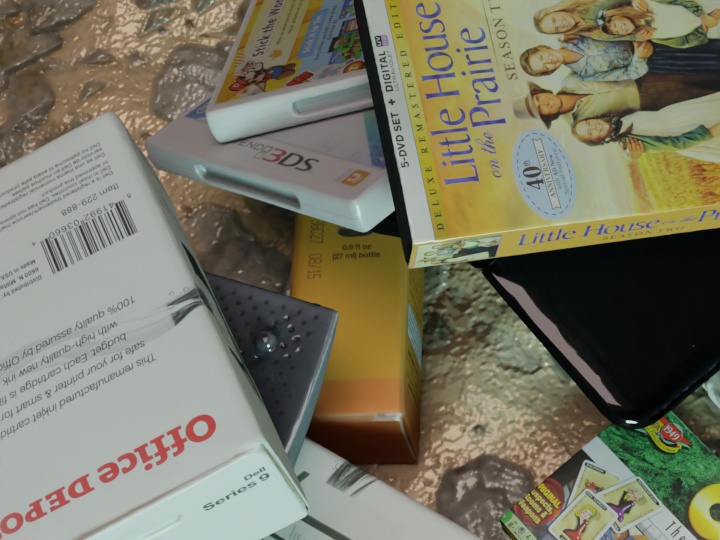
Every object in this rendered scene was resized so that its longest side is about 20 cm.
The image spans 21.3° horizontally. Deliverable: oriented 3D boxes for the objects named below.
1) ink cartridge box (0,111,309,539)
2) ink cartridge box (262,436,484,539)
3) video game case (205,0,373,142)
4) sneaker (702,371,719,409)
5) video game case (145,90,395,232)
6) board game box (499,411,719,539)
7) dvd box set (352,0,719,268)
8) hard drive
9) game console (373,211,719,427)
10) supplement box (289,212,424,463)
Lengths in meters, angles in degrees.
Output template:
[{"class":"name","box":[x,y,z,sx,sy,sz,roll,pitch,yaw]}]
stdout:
[{"class":"ink cartridge box","box":[-0.131,0.050,0.874,0.146,0.084,0.200,-27,58,0]},{"class":"ink cartridge box","box":[-0.030,0.167,0.932,0.199,0.084,0.146,26,71,26]},{"class":"video game case","box":[0.022,-0.146,1.022,0.181,0.023,0.200,-12,33,18]},{"class":"sneaker","box":[0.191,0.040,0.961,0.081,0.075,0.201,-15,53,14]},{"class":"video game case","box":[0.012,-0.099,0.996,0.200,0.022,0.182,-39,34,-26]},{"class":"board game box","box":[0.170,0.160,0.928,0.105,0.023,0.200,-38,62,-10]},{"class":"dvd box set","box":[0.105,-0.083,0.882,0.199,0.029,0.147,-7,66,-8]},{"class":"hard drive","box":[-0.098,0.096,0.915,0.134,0.042,0.201,15,67,23]},{"class":"game console","box":[0.133,-0.034,0.951,0.200,0.117,0.176,-36,20,-19]},{"class":"supplement box","box":[0.000,0.000,1.024,0.066,0.069,0.201,-2,65,11]}]
